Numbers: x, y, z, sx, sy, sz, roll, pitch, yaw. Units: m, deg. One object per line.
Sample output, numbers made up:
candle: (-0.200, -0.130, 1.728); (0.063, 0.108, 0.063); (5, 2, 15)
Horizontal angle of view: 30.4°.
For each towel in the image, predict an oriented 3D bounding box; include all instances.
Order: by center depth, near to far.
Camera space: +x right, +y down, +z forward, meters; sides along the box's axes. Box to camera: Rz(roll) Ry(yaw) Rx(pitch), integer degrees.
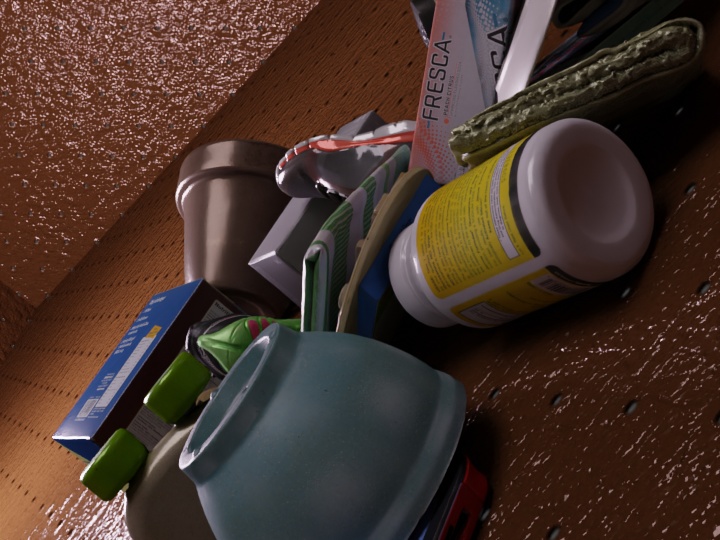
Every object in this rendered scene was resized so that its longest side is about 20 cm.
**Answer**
towel: (0.162, -0.121, 0.985); (0.198, 0.037, 0.148); (-26, -8, 11)
towel: (0.000, 0.000, 1.136); (0.200, 0.023, 0.154); (-47, -35, -53)

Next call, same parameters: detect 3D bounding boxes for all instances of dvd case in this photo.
dvd case: (0.192, -0.188, 1.180); (0.146, 0.022, 0.200); (-40, 7, -9)

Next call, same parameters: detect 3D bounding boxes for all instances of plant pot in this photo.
plant pot: (-0.040, 0.121, 0.910); (0.201, 0.134, 0.201); (-52, 10, 13)
plant pot: (-0.132, -0.028, 1.564); (0.200, 0.199, 0.177); (-32, 41, 48)

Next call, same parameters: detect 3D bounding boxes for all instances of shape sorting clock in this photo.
shape sorting clock: (0.018, 0.010, 1.103); (0.200, 0.039, 0.202); (23, -91, -78)

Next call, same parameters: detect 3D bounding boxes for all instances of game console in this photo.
game console: (-0.001, 0.218, 0.861); (0.176, 0.031, 0.201); (-32, 24, 49)

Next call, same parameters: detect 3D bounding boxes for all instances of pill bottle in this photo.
pill bottle: (0.107, -0.024, 0.959); (0.199, 0.112, 0.113); (-27, 27, 54)

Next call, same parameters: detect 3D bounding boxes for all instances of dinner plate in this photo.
dinner plate: (0.140, -0.208, 1.074); (0.200, 0.024, 0.203); (19, -91, -87)

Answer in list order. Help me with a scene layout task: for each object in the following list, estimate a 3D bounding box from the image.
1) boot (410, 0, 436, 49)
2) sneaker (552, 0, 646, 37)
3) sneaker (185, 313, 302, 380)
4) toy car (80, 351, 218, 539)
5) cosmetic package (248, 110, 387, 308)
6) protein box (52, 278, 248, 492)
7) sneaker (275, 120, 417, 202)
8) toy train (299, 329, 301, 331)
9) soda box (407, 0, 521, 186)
boot: (0.140, -0.208, 1.273); (0.137, 0.200, 0.078); (-25, 57, 4)
sneaker: (0.197, -0.251, 1.137); (0.146, 0.081, 0.199); (-37, 12, -22)
sneaker: (-0.095, 0.072, 1.229); (0.200, 0.083, 0.078); (35, -112, -65)
toy car: (-0.124, 0.159, 1.128); (0.158, 0.164, 0.200); (-49, 6, 2)
cosmetic package: (-0.017, -0.056, 1.401); (0.201, 0.107, 0.090); (-54, 16, -20)
protein box: (-0.202, 0.136, 1.422); (0.201, 0.135, 0.198); (-56, 16, -20)
sneaker: (-0.005, -0.085, 1.276); (0.198, 0.077, 0.083); (-12, 72, 39)
toy train: (-0.025, 0.059, 1.204); (0.042, 0.056, 0.202); (-26, 39, 58)
soda box: (0.094, -0.174, 1.165); (0.064, 0.067, 0.203); (-26, -54, -73)
